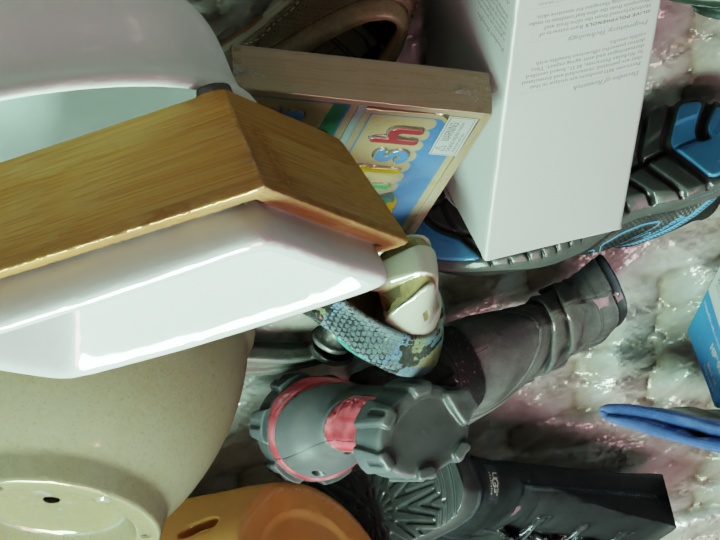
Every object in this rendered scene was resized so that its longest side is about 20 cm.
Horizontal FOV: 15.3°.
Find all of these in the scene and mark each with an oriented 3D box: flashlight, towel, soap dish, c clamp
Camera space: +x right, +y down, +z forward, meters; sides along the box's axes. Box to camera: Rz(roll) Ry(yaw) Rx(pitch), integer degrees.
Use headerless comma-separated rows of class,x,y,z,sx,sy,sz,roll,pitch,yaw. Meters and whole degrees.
flashlight,-0.003,0.090,1.487,0.068,0.068,0.200,9,177,-18
towel,0.263,0.097,1.614,0.199,0.147,0.024,5,94,-37
soap dish,-0.100,-0.015,1.226,0.199,0.082,0.157,-16,166,21
c clamp,-0.020,-0.004,1.507,0.170,0.027,0.200,7,134,-24

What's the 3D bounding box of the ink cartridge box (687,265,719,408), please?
ink cartridge box,0.283,-0.005,1.562,0.116,0.068,0.200,2,136,-17

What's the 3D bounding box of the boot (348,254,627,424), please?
boot,0.077,0.057,1.548,0.131,0.070,0.200,-25,177,-21

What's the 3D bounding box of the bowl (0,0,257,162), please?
bowl,-0.150,-0.093,1.230,0.200,0.091,0.201,-10,168,-2

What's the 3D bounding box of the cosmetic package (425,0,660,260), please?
cosmetic package,0.088,-0.114,1.350,0.085,0.108,0.200,-14,141,-14

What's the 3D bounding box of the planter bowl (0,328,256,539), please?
planter bowl,-0.160,0.078,1.430,0.199,0.135,0.200,4,152,2

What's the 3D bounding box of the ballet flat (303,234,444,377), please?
ballet flat,0.000,0.000,1.357,0.074,0.074,0.200,-35,144,22

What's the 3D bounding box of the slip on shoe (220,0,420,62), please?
slip on shoe,-0.042,-0.086,1.376,0.076,0.061,0.200,32,121,-31

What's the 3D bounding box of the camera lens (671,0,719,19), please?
camera lens,0.195,-0.216,1.180,0.159,0.160,0.201,-6,104,-10

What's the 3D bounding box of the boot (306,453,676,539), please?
boot,0.077,0.158,1.691,0.200,0.066,0.165,7,162,-44

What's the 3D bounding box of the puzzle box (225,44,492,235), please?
puzzle box,-0.026,-0.048,1.361,0.132,0.026,0.200,5,153,-15

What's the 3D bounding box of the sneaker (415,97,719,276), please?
sneaker,0.117,-0.030,1.474,0.199,0.073,0.082,-13,155,-8

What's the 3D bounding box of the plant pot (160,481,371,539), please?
plant pot,-0.072,0.212,1.582,0.140,0.201,0.200,-30,138,34
